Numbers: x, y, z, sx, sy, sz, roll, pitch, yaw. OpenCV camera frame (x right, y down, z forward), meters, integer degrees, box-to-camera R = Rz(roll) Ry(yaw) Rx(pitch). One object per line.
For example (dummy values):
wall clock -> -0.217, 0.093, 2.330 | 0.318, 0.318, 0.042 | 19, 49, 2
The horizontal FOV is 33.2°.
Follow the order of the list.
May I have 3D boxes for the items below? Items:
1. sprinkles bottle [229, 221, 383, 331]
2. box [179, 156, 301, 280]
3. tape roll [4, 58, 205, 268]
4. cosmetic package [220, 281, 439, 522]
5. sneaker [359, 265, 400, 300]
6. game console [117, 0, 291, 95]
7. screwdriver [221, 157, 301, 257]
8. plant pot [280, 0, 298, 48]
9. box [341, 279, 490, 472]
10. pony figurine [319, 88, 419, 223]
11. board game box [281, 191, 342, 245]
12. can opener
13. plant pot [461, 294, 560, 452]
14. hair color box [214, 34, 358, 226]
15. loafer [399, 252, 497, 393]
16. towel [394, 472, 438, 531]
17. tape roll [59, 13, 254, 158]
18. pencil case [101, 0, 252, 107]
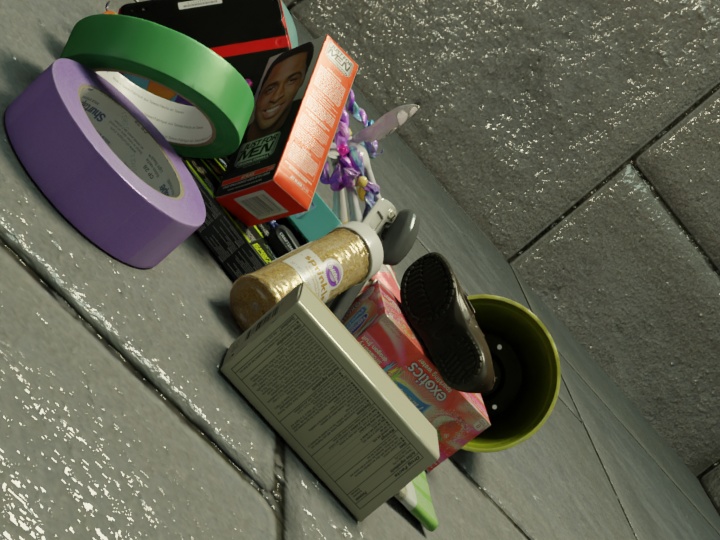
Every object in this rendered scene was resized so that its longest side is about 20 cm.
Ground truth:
sprinkles bottle -> -0.054, 0.007, 1.282 | 0.068, 0.068, 0.199 | 51, 38, 7
box -> -0.131, -0.044, 1.398 | 0.201, 0.047, 0.193 | 52, 14, 1
tape roll -> -0.235, -0.100, 1.129 | 0.200, 0.065, 0.200 | 49, 11, -13
cosmetic package -> -0.027, 0.123, 1.137 | 0.200, 0.103, 0.073 | 49, 11, -11
sneaker -> 0.031, 0.044, 1.671 | 0.201, 0.074, 0.087 | 50, 13, -6
game console -> -0.175, -0.246, 1.433 | 0.031, 0.197, 0.179 | 120, -43, -71
screwdriver -> -0.116, -0.080, 1.368 | 0.201, 0.029, 0.028 | 59, 14, 9
plant pot -> -0.174, -0.259, 1.530 | 0.200, 0.199, 0.135 | 44, 16, -26
box -> 0.050, 0.126, 1.426 | 0.200, 0.102, 0.095 | 47, 13, -22
pony figurine -> -0.014, -0.140, 1.481 | 0.193, 0.164, 0.202 | -134, -152, -68
board game box -> -0.095, -0.098, 1.495 | 0.201, 0.047, 0.151 | 50, -7, 12
can opener -> 0.000, 0.000, 1.396 | 0.066, 0.201, 0.054 | 7, -36, 42
plant pot -> 0.165, 0.143, 1.652 | 0.201, 0.200, 0.193 | 52, -1, 7
hair color box -> -0.080, -0.154, 1.331 | 0.061, 0.101, 0.202 | 40, 54, -34
loafer -> 0.102, 0.067, 1.403 | 0.071, 0.072, 0.202 | 45, 22, -48
towel -> 0.006, 0.178, 1.292 | 0.200, 0.031, 0.150 | 48, 14, -23
tape roll -> -0.208, -0.184, 1.231 | 0.198, 0.049, 0.201 | 17, -19, 6
pencil case -> -0.221, -0.219, 1.359 | 0.198, 0.089, 0.088 | 28, 13, -1
